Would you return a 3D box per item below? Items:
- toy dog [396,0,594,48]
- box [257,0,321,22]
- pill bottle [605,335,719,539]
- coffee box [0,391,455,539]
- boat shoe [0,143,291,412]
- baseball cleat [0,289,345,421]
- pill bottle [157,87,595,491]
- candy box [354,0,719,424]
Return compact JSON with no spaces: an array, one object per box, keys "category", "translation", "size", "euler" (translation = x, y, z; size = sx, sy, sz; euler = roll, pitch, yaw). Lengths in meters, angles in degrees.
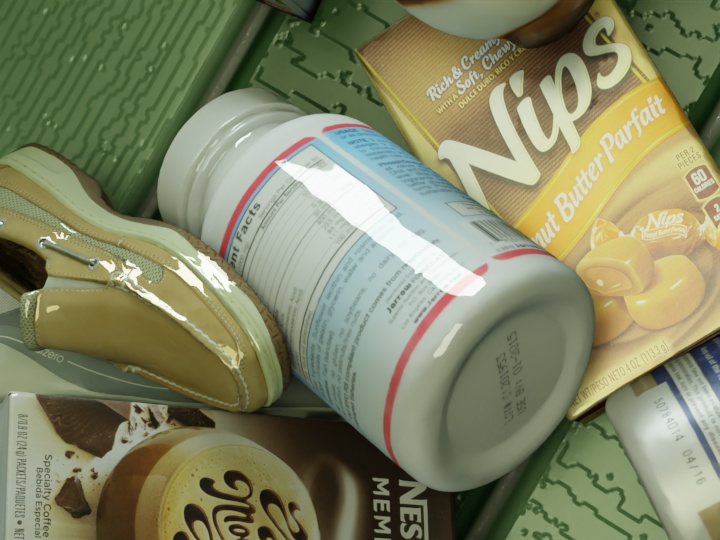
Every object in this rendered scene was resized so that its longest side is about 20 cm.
[{"category":"toy dog","translation":[0.057,-0.197,0.883],"size":[0.139,0.194,0.201],"euler":[23,61,-25]},{"category":"box","translation":[-0.011,-0.224,0.961],"size":[0.035,0.110,0.201],"euler":[23,91,14]},{"category":"pill bottle","translation":[0.214,0.059,0.879],"size":[0.199,0.111,0.112],"euler":[-28,79,4]},{"category":"coffee box","translation":[-0.063,0.124,0.895],"size":[0.198,0.080,0.114],"euler":[6,66,-20]},{"category":"boat shoe","translation":[-0.116,0.015,0.910],"size":[0.076,0.072,0.199],"euler":[-31,43,-32]},{"category":"baseball cleat","translation":[-0.087,0.028,0.976],"size":[0.198,0.070,0.107],"euler":[2,78,9]},{"category":"pill bottle","translation":[0.000,0.000,0.905],"size":[0.200,0.109,0.109],"euler":[38,94,38]},{"category":"candy box","translation":[0.097,-0.044,0.947],"size":[0.115,0.055,0.201],"euler":[-32,79,8]}]
